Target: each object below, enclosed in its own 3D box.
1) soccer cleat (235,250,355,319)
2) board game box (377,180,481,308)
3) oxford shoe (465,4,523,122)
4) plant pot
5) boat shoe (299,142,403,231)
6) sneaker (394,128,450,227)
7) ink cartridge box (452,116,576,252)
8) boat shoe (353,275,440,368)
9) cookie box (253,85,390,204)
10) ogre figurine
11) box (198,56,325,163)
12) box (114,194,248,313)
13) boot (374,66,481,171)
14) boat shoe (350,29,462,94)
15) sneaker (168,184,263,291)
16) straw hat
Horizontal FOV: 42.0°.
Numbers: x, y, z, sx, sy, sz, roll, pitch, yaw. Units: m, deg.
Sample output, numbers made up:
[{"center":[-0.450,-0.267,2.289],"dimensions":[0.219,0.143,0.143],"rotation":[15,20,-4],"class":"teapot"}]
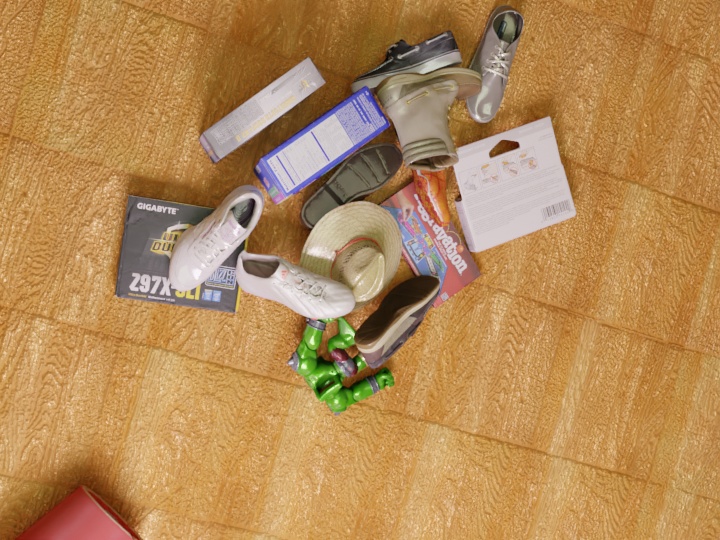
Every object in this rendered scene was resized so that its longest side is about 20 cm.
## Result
[{"center":[-0.103,0.022,1.448],"dimensions":[0.196,0.078,0.070],"rotation":[15,56,10],"class":"soccer cleat"},{"center":[0.116,-0.050,1.594],"dimensions":[0.102,0.019,0.202],"rotation":[-34,100,-10],"class":"board game box"},{"center":[0.226,-0.351,1.580],"dimensions":[0.074,0.058,0.204],"rotation":[16,92,-16],"class":"oxford shoe"},{"center":[-0.434,0.442,1.422],"dimensions":[0.200,0.200,0.178],"rotation":[45,74,-12],"class":"plant pot"},{"center":[-0.020,-0.140,1.534],"dimensions":[0.198,0.068,0.073],"rotation":[-35,91,-7],"class":"boat shoe"},{"center":[0.118,-0.172,1.541],"dimensions":[0.075,0.073,0.204],"rotation":[-16,83,-8],"class":"sneaker"},{"center":[0.255,-0.148,1.606],"dimensions":[0.196,0.045,0.180],"rotation":[-19,98,-12],"class":"ink cartridge box"},{"center":[0.063,0.081,1.532],"dimensions":[0.199,0.072,0.066],"rotation":[-39,129,-32],"class":"boat shoe"},{"center":[-0.066,-0.192,1.466],"dimensions":[0.198,0.171,0.076],"rotation":[-36,97,-7],"class":"cookie box"},{"center":[-0.040,0.151,1.527],"dimensions":[0.120,0.098,0.201],"rotation":[-43,138,-6],"class":"ogre figurine"},{"center":[-0.155,-0.244,1.448],"dimensions":[0.199,0.158,0.049],"rotation":[-38,101,-9],"class":"box"},{"center":[-0.282,-0.026,1.490],"dimensions":[0.195,0.049,0.164],"rotation":[9,93,-13],"class":"box"},{"center":[0.131,-0.242,1.506],"dimensions":[0.196,0.072,0.158],"rotation":[-12,72,-29],"class":"boot"},{"center":[0.069,-0.343,1.537],"dimensions":[0.196,0.072,0.069],"rotation":[-21,92,-7],"class":"boat shoe"},{"center":[-0.222,-0.053,1.428],"dimensions":[0.075,0.100,0.201],"rotation":[41,85,-14],"class":"sneaker"},{"center":[0.000,0.000,1.503],"dimensions":[0.197,0.085,0.205],"rotation":[-11,118,-22],"class":"straw hat"}]
